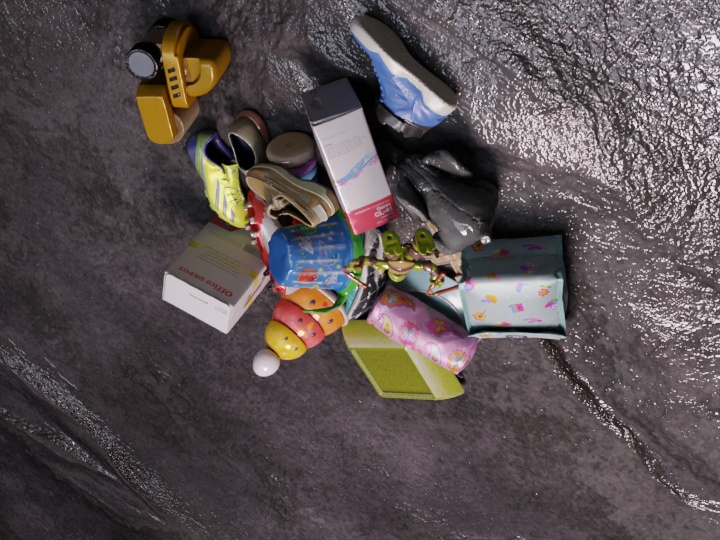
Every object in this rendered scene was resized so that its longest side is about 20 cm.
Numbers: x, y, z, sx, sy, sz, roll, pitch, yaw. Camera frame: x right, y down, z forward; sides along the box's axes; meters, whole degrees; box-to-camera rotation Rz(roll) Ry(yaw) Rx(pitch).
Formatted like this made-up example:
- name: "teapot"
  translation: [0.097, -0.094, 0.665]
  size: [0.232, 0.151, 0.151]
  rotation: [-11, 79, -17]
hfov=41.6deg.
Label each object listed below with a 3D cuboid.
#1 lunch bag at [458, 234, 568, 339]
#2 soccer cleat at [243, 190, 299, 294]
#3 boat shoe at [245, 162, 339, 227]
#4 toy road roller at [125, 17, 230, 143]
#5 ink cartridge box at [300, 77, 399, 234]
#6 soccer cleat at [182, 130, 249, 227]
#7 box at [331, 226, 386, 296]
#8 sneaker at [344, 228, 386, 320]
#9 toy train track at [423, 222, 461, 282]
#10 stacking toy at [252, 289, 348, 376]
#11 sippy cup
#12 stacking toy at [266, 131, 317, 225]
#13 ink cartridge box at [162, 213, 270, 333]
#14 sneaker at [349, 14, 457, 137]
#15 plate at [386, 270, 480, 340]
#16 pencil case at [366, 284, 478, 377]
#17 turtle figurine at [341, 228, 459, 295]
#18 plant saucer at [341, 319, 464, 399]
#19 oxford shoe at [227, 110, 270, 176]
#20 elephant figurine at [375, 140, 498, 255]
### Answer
- name: "lunch bag"
  translation: [0.252, 0.047, 1.545]
  size: [0.170, 0.122, 0.200]
  rotation: [-2, 137, 12]
- name: "soccer cleat"
  translation: [-0.151, -0.055, 1.717]
  size: [0.201, 0.085, 0.069]
  rotation: [71, 161, 4]
- name: "boat shoe"
  translation: [-0.128, -0.119, 1.534]
  size: [0.200, 0.076, 0.072]
  rotation: [21, 150, 42]
- name: "toy road roller"
  translation: [-0.288, -0.313, 1.567]
  size: [0.145, 0.123, 0.200]
  rotation: [5, 130, 13]
- name: "ink cartridge box"
  translation: [-0.017, -0.180, 1.488]
  size: [0.085, 0.148, 0.200]
  rotation: [-19, 122, -1]
- name: "soccer cleat"
  translation: [-0.244, -0.162, 1.709]
  size: [0.083, 0.065, 0.201]
  rotation: [-10, 121, 34]
- name: "box"
  translation: [-0.029, -0.031, 1.719]
  size: [0.121, 0.032, 0.200]
  rotation: [39, 136, -5]
- name: "sneaker"
  translation: [0.000, 0.000, 1.668]
  size: [0.080, 0.077, 0.201]
  rotation: [33, 132, 28]
- name: "toy train track"
  translation: [0.132, -0.051, 1.599]
  size: [0.114, 0.033, 0.200]
  rotation: [-13, 120, 38]
- name: "stacking toy"
  translation: [-0.128, 0.118, 1.768]
  size: [0.146, 0.200, 0.146]
  rotation: [32, 160, 13]
- name: "sippy cup"
  translation: [-0.082, -0.026, 1.596]
  size: [0.140, 0.130, 0.178]
  rotation: [-59, 44, 47]
- name: "stacking toy"
  translation: [-0.106, -0.136, 1.641]
  size: [0.085, 0.085, 0.200]
  rotation: [13, 136, 21]
- name: "ink cartridge box"
  translation: [-0.254, 0.000, 1.756]
  size: [0.145, 0.200, 0.084]
  rotation: [27, 136, 8]
- name: "sneaker"
  translation: [0.039, -0.282, 1.423]
  size: [0.200, 0.077, 0.111]
  rotation: [39, 127, -14]
- name: "plate"
  translation: [0.129, 0.079, 1.712]
  size: [0.200, 0.026, 0.201]
  rotation: [20, 140, 17]
- name: "pencil case"
  translation: [0.111, 0.104, 1.665]
  size: [0.200, 0.088, 0.088]
  rotation: [29, 137, 5]
- name: "turtle figurine"
  translation: [0.075, -0.017, 1.512]
  size: [0.199, 0.065, 0.161]
  rotation: [10, 158, -3]
- name: "plant saucer"
  translation: [0.070, 0.180, 1.806]
  size: [0.200, 0.048, 0.200]
  rotation: [-4, 129, 40]
- name: "oxford shoe"
  translation: [-0.179, -0.175, 1.650]
  size: [0.071, 0.074, 0.200]
  rotation: [-6, 124, 33]
- name: "elephant figurine"
  translation: [0.109, -0.125, 1.470]
  size: [0.200, 0.142, 0.155]
  rotation: [41, 142, -13]
